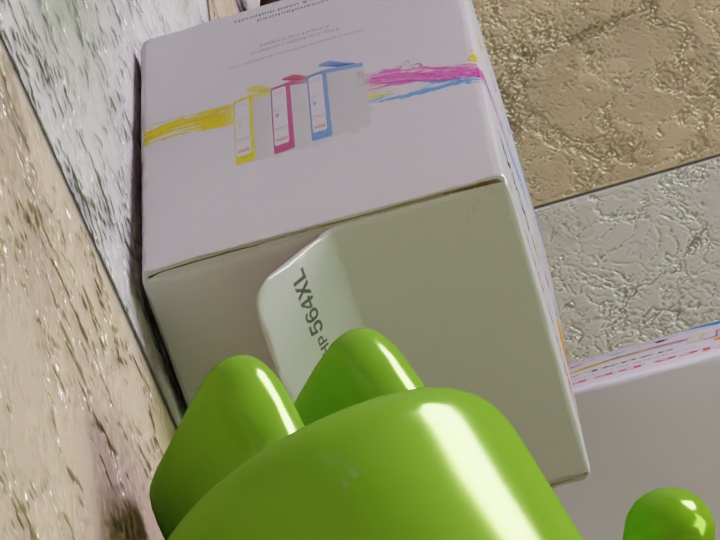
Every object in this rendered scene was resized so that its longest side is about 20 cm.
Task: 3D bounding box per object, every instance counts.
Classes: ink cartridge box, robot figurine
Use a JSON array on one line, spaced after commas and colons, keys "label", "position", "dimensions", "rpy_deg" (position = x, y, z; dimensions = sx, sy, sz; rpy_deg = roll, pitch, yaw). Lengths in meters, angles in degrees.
[{"label": "ink cartridge box", "position": [0.143, 0.101, 1.228], "dimensions": [0.200, 0.147, 0.145], "rpy_deg": [-20, 94, -81]}, {"label": "ink cartridge box", "position": [0.000, 0.000, 1.034], "dimensions": [0.200, 0.125, 0.129], "rpy_deg": [-98, 170, -59]}, {"label": "robot figurine", "position": [0.018, 0.114, 0.811], "dimensions": [0.200, 0.175, 0.116], "rpy_deg": [59, -40, 26]}]

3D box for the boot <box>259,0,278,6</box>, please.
[{"label": "boot", "position": [-0.025, -0.111, 1.411], "dimensions": [0.200, 0.064, 0.187], "rpy_deg": [-95, -178, -47]}]
